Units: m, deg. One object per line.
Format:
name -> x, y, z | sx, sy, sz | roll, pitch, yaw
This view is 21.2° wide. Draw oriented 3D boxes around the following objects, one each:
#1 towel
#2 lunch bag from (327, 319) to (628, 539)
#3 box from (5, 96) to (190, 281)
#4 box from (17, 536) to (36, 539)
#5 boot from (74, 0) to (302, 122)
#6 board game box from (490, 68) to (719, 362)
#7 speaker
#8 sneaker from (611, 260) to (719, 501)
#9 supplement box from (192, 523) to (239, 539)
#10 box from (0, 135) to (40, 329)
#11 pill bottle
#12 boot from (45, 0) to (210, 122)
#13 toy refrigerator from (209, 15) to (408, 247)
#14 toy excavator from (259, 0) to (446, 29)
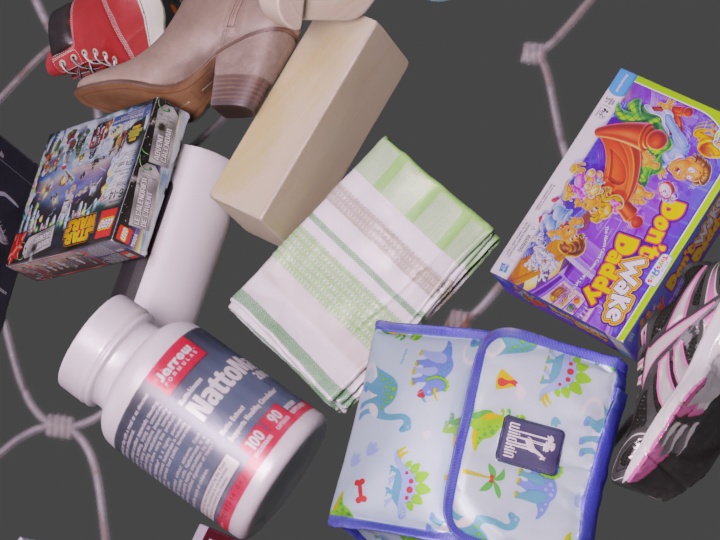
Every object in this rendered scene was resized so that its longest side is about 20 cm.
towel -> 0.000, 0.000, 1.603 | 0.149, 0.031, 0.200 | 42, 88, 24
lunch bag -> 0.094, 0.137, 1.447 | 0.199, 0.127, 0.171 | 6, 72, 28
box -> -0.236, -0.069, 1.706 | 0.199, 0.040, 0.138 | -11, 59, 52
box -> -0.236, 0.330, 1.509 | 0.132, 0.114, 0.201 | -44, 55, 18
boot -> -0.145, -0.208, 1.692 | 0.198, 0.070, 0.147 | 6, 71, 18
board game box -> 0.214, -0.046, 1.525 | 0.134, 0.045, 0.201 | 28, 81, 33
speaker -> -0.165, -0.006, 1.670 | 0.081, 0.081, 0.201 | 8, 71, 29
sneaker -> 0.240, 0.080, 1.446 | 0.086, 0.080, 0.201 | 20, 69, 44
supplement box -> -0.060, 0.285, 1.492 | 0.199, 0.061, 0.109 | 19, 77, 32
box -> -0.388, -0.035, 1.751 | 0.104, 0.148, 0.201 | 3, 67, 27
pill bottle -> -0.138, 0.112, 1.539 | 0.199, 0.120, 0.120 | 34, 83, 10
boot -> -0.223, -0.191, 1.797 | 0.144, 0.072, 0.201 | -34, 58, 18
toy refrigerator -> -0.045, -0.125, 1.669 | 0.070, 0.076, 0.201 | 25, 80, 33
toy excavator -> 0.030, -0.268, 1.639 | 0.100, 0.194, 0.201 | 27, 89, 53
